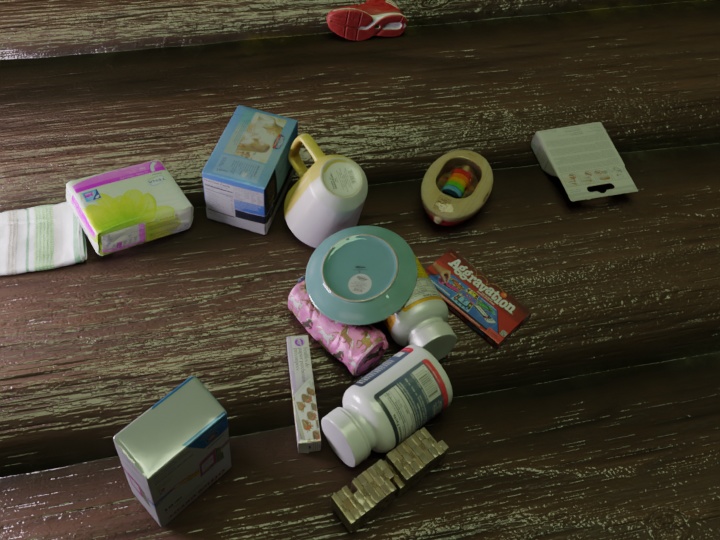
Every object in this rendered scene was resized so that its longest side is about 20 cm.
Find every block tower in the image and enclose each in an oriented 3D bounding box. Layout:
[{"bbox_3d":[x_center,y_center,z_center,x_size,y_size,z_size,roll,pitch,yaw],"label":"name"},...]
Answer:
[{"bbox_3d":[0.045,0.324,1.280,0.198,0.054,0.058,-30,61,-25],"label":"block tower"}]

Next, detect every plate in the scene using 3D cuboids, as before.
[{"bbox_3d":[0.000,0.000,1.413,0.197,0.026,0.203,-4,58,5],"label":"plate"}]

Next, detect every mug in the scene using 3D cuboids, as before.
[{"bbox_3d":[-0.071,-0.148,1.530,0.185,0.153,0.151,30,63,-6],"label":"mug"}]

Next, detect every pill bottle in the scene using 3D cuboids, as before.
[{"bbox_3d":[0.087,0.061,1.444,0.111,0.114,0.201,-19,56,-18],"label":"pill bottle"},{"bbox_3d":[0.040,0.220,1.317,0.199,0.120,0.120,-31,61,-25],"label":"pill bottle"}]

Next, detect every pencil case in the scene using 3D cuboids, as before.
[{"bbox_3d":[-0.040,0.093,1.429,0.082,0.087,0.200,-22,57,-42],"label":"pencil case"}]

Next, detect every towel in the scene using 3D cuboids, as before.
[{"bbox_3d":[-0.617,-0.062,1.531,0.197,0.031,0.151,-9,54,-11],"label":"towel"}]

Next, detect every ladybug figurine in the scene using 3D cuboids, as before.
[{"bbox_3d":[0.190,-0.158,1.642,0.134,0.072,0.201,27,55,15],"label":"ladybug figurine"}]

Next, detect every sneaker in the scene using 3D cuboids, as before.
[{"bbox_3d":[0.006,-0.619,1.985,0.197,0.079,0.116,1,43,-19],"label":"sneaker"}]

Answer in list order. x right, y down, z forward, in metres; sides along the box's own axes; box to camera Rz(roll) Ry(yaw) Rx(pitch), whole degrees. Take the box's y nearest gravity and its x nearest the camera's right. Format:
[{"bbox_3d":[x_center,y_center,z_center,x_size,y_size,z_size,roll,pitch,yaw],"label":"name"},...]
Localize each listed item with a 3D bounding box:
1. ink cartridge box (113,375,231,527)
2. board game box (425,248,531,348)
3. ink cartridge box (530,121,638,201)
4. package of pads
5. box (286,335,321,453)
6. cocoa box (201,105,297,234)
[{"bbox_3d":[-0.269,0.270,1.205,0.084,0.201,0.144,41,60,20],"label":"ink cartridge box"},{"bbox_3d":[0.209,0.049,1.522,0.199,0.020,0.103,40,58,23],"label":"board game box"},{"bbox_3d":[0.471,-0.220,1.732,0.158,0.050,0.202,-9,58,-12],"label":"ink cartridge box"},{"bbox_3d":[-0.433,-0.121,1.550,0.198,0.069,0.155,-21,58,-31],"label":"package of pads"},{"bbox_3d":[-0.095,0.204,1.368,0.038,0.042,0.202,-4,54,-8],"label":"box"},{"bbox_3d":[-0.211,-0.199,1.603,0.131,0.132,0.202,15,53,7],"label":"cocoa box"}]
